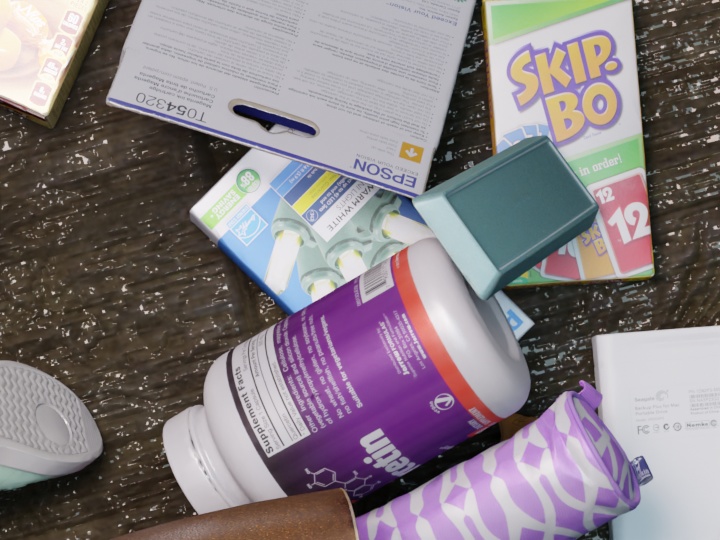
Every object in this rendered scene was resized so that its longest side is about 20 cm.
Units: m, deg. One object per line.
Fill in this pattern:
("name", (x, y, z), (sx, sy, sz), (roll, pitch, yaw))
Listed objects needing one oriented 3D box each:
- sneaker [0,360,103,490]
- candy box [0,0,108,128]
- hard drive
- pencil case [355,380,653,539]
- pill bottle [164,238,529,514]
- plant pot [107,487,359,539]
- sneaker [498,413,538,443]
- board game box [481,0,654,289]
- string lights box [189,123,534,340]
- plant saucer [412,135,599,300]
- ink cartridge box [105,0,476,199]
("sneaker", (-0.253, 0.116, 1.425), (0.118, 0.200, 0.074), (-41, 65, 30))
("candy box", (-0.206, -0.203, 1.485), (0.115, 0.055, 0.200), (23, 85, -1))
("hard drive", (0.220, 0.136, 1.495), (0.132, 0.026, 0.201), (-4, 85, -4))
("pencil case", (0.066, 0.142, 1.398), (0.200, 0.084, 0.086), (-30, 51, 12))
("pill bottle", (-0.010, 0.074, 1.381), (0.200, 0.112, 0.113), (-31, 87, 13))
("plant pot", (-0.105, 0.215, 1.280), (0.200, 0.187, 0.187), (-2, 85, -8))
("sneaker", (0.072, 0.182, 1.472), (0.085, 0.073, 0.200), (28, 88, 28))
("board game box", (0.131, -0.091, 1.512), (0.095, 0.030, 0.200), (-4, 83, -4))
("string lights box", (0.000, 0.000, 1.477), (0.200, 0.059, 0.103), (44, 84, 1))
("plant saucer", (0.091, -0.037, 1.402), (0.019, 0.200, 0.070), (-37, 87, 26))
("ink cartridge box", (-0.040, -0.131, 1.449), (0.196, 0.043, 0.200), (18, 51, -2))
